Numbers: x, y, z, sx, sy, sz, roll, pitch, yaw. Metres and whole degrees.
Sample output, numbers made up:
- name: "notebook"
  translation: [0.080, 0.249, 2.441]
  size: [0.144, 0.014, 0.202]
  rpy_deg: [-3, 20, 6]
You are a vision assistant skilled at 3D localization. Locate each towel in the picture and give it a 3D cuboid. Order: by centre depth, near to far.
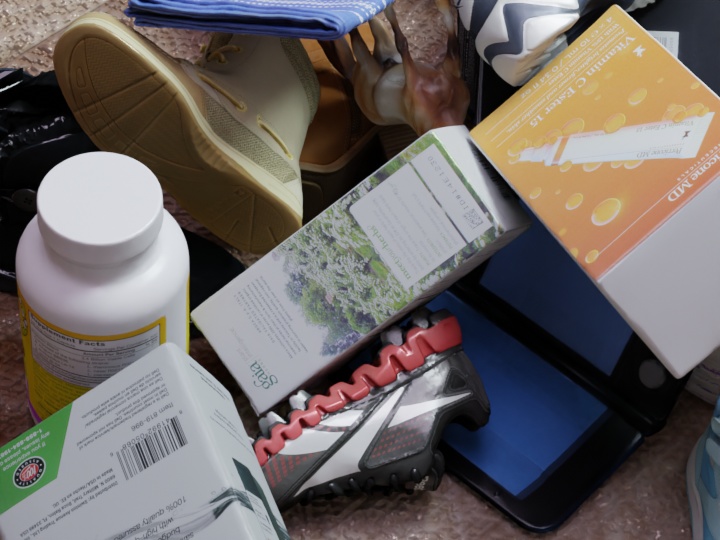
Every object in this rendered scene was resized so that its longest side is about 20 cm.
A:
- name: "towel"
  translation: [-0.044, -0.181, 1.459]
  size: [0.145, 0.024, 0.200]
  rpy_deg: [7, 22, 18]

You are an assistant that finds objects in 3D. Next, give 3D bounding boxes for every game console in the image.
- name: "game console"
  translation: [0.102, 0.035, 1.497]
  size: [0.200, 0.171, 0.118]
  rpy_deg: [36, 29, 23]

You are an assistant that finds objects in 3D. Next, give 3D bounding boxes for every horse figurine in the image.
- name: "horse figurine"
  translation: [0.024, -0.133, 1.549]
  size: [0.050, 0.133, 0.200]
  rpy_deg: [-28, 30, -21]

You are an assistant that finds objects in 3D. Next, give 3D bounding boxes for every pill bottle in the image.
- name: "pill bottle"
  translation: [-0.156, 0.021, 1.430]
  size: [0.104, 0.200, 0.104]
  rpy_deg: [2, 50, -3]

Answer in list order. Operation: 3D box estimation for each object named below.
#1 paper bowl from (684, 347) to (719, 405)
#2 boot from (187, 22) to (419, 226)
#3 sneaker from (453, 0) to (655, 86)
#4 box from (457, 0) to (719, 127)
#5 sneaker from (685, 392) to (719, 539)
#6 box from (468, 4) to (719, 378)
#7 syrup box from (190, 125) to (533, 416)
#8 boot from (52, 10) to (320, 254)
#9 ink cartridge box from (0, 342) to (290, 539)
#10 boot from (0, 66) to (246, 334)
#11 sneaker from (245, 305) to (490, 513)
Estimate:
- name: "paper bowl"
  translation: [0.280, -0.007, 1.550]
  size: [0.201, 0.104, 0.201]
  rpy_deg: [3, 50, -3]
- name: "boot"
  translation: [-0.047, -0.103, 1.628]
  size: [0.200, 0.074, 0.155]
  rpy_deg: [-6, 51, -25]
- name: "sneaker"
  translation: [0.130, -0.216, 1.475]
  size: [0.199, 0.079, 0.130]
  rpy_deg: [-36, 76, -12]
- name: "box"
  translation: [0.170, -0.152, 1.604]
  size: [0.200, 0.104, 0.182]
  rpy_deg: [2, 9, -3]
- name: "sneaker"
  translation: [0.241, 0.148, 1.399]
  size: [0.079, 0.131, 0.200]
  rpy_deg: [-2, 51, -7]
- name: "box"
  translation: [0.169, -0.050, 1.387]
  size: [0.124, 0.097, 0.200]
  rpy_deg: [-41, 34, 4]
- name: "syrup box"
  translation: [0.000, 0.000, 1.459]
  size: [0.200, 0.081, 0.079]
  rpy_deg: [-37, 84, 17]
- name: "boot"
  translation: [-0.103, -0.123, 1.482]
  size: [0.200, 0.073, 0.156]
  rpy_deg: [40, 38, -26]
- name: "ink cartridge box"
  translation: [-0.119, 0.167, 1.354]
  size: [0.147, 0.083, 0.200]
  rpy_deg: [-31, 54, 9]
- name: "boot"
  translation: [-0.169, -0.045, 1.505]
  size: [0.200, 0.168, 0.076]
  rpy_deg: [13, 51, 6]
- name: "sneaker"
  translation: [-0.004, 0.111, 1.447]
  size: [0.200, 0.071, 0.098]
  rpy_deg: [-34, 84, -11]
